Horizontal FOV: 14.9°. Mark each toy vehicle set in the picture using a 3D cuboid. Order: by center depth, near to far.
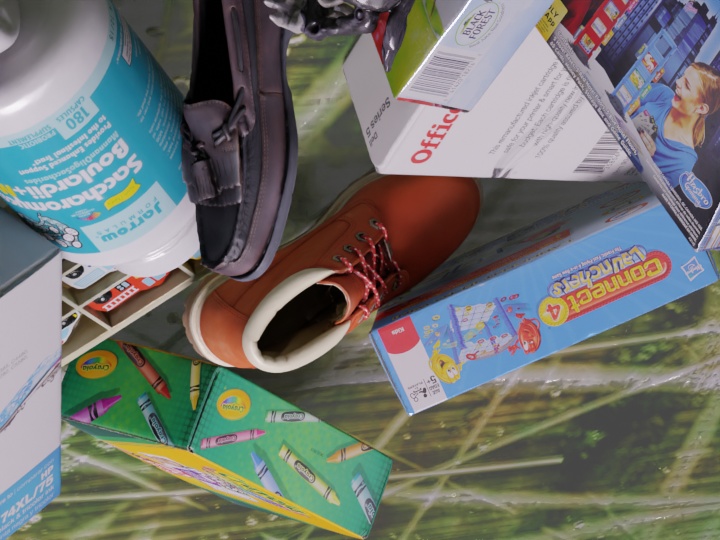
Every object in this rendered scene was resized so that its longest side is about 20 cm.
[{"bbox_3d":[-0.157,-0.012,1.618,0.200,0.027,0.124,-32,144,17],"label":"toy vehicle set"}]

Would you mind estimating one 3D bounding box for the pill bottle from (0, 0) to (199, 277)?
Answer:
[{"bbox_3d":[-0.149,-0.075,1.450,0.111,0.111,0.200,-26,142,9],"label":"pill bottle"}]

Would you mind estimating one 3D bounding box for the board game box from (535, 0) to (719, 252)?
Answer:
[{"bbox_3d":[0.182,-0.149,1.346,0.062,0.200,0.200,-9,148,-43],"label":"board game box"}]

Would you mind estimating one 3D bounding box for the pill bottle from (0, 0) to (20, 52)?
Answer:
[{"bbox_3d":[-0.276,-0.113,1.338,0.200,0.111,0.111,-27,146,12],"label":"pill bottle"}]

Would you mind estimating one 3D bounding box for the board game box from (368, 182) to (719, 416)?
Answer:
[{"bbox_3d":[0.110,0.009,1.665,0.200,0.056,0.196,-24,-175,6],"label":"board game box"}]

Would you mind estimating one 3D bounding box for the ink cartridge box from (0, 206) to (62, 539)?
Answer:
[{"bbox_3d":[-0.262,0.058,1.491,0.146,0.147,0.200,-38,150,-35],"label":"ink cartridge box"}]

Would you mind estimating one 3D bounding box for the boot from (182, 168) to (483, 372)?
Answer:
[{"bbox_3d":[0.000,0.000,1.615,0.200,0.107,0.075,-33,105,-14],"label":"boot"}]

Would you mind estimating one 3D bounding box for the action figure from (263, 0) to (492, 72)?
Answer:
[{"bbox_3d":[-0.035,-0.166,1.339,0.200,0.102,0.119,7,108,-4],"label":"action figure"}]

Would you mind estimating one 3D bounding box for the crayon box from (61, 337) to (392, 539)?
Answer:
[{"bbox_3d":[-0.084,0.106,1.738,0.119,0.058,0.200,11,166,38],"label":"crayon box"}]

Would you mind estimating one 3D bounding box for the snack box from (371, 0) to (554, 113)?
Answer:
[{"bbox_3d":[0.065,-0.198,1.371,0.053,0.142,0.200,7,138,-33],"label":"snack box"}]

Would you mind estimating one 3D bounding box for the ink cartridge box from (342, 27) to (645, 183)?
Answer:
[{"bbox_3d":[0.111,-0.124,1.546,0.200,0.084,0.146,1,143,-29],"label":"ink cartridge box"}]

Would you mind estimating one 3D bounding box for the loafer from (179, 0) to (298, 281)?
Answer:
[{"bbox_3d":[-0.072,-0.096,1.421,0.063,0.200,0.072,9,175,-37],"label":"loafer"}]
